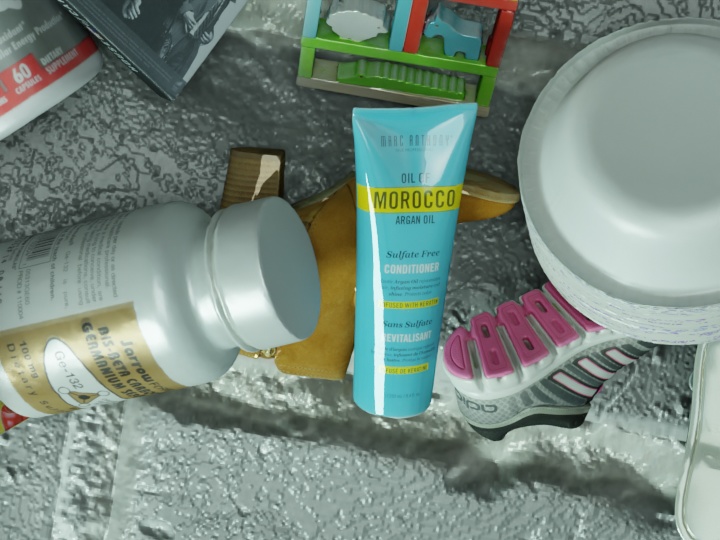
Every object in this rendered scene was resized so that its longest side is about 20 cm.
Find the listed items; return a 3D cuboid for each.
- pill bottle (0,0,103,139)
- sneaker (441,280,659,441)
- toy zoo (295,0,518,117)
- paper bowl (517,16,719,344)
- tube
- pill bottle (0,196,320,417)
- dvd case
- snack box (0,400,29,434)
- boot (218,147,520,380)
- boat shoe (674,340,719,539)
[{"bbox_3d":[-0.257,-0.182,1.211,0.113,0.114,0.201,-32,103,2],"label":"pill bottle"},{"bbox_3d":[0.142,0.052,1.276,0.199,0.074,0.088,-22,139,-19],"label":"sneaker"},{"bbox_3d":[0.033,-0.177,1.206,0.130,0.201,0.021,9,53,-3],"label":"toy zoo"},{"bbox_3d":[0.197,-0.064,1.209,0.199,0.104,0.202,-4,66,9],"label":"paper bowl"},{"bbox_3d":[0.027,-0.008,1.211,0.077,0.050,0.202,-5,116,-19],"label":"tube"},{"bbox_3d":[-0.132,0.019,1.215,0.199,0.114,0.115,-13,96,21],"label":"pill bottle"},{"bbox_3d":[-0.107,-0.227,1.207,0.201,0.025,0.150,-55,131,-9],"label":"dvd case"},{"bbox_3d":[-0.286,0.038,1.197,0.067,0.200,0.170,-17,95,22],"label":"snack box"},{"bbox_3d":[-0.001,0.000,1.270,0.199,0.071,0.145,6,101,8],"label":"boot"},{"bbox_3d":[0.251,0.087,1.284,0.074,0.062,0.202,9,89,9],"label":"boat shoe"}]
